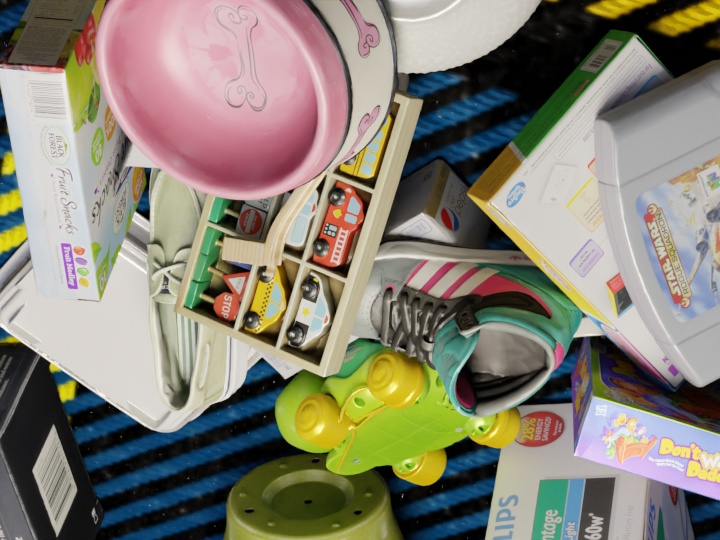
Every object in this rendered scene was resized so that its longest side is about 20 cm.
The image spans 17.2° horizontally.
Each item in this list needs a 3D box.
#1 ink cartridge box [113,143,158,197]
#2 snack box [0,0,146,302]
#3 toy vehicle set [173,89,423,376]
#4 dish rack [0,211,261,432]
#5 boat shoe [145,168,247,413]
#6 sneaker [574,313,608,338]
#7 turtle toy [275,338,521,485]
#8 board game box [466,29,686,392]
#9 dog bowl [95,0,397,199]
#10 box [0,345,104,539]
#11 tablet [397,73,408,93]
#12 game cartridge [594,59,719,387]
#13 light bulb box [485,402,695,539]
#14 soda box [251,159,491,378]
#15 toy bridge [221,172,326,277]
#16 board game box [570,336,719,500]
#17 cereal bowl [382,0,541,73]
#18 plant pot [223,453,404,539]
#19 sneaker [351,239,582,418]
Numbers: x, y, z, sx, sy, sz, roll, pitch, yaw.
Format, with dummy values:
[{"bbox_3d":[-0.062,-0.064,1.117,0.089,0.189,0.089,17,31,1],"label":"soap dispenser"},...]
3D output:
[{"bbox_3d":[-0.117,-0.141,1.632,0.037,0.095,0.200,26,131,-2],"label":"ink cartridge box"},{"bbox_3d":[-0.197,-0.100,1.659,0.053,0.142,0.201,5,130,10],"label":"snack box"},{"bbox_3d":[-0.044,-0.043,1.628,0.124,0.026,0.201,21,102,21],"label":"toy vehicle set"},{"bbox_3d":[-0.181,0.042,1.840,0.200,0.044,0.172,36,130,-14],"label":"dish rack"},{"bbox_3d":[-0.120,0.007,1.703,0.072,0.062,0.201,3,110,29],"label":"boat shoe"},{"bbox_3d":[0.157,0.000,1.706,0.199,0.076,0.088,-4,114,13],"label":"sneaker"},{"bbox_3d":[0.016,0.094,1.787,0.200,0.101,0.146,-30,142,33],"label":"turtle toy"},{"bbox_3d":[0.191,-0.039,1.611,0.153,0.040,0.200,-48,111,-6],"label":"board game box"},{"bbox_3d":[-0.080,-0.132,1.502,0.199,0.074,0.201,14,128,19],"label":"dog bowl"},{"bbox_3d":[-0.339,0.170,1.943,0.199,0.118,0.197,-1,129,17],"label":"box"},{"bbox_3d":[-0.046,-0.079,1.673,0.130,0.014,0.201,27,120,17],"label":"tablet"},{"bbox_3d":[0.233,-0.029,1.587,0.133,0.042,0.201,-28,108,-17],"label":"game cartridge"},{"bbox_3d":[0.179,0.235,1.799,0.124,0.199,0.200,-5,129,17],"label":"light bulb box"},{"bbox_3d":[0.000,0.000,1.737,0.200,0.068,0.064,-30,117,34],"label":"soda box"},{"bbox_3d":[-0.049,-0.095,1.596,0.067,0.027,0.201,8,96,22],"label":"toy bridge"},{"bbox_3d":[0.219,0.101,1.677,0.134,0.200,0.045,17,103,0],"label":"board game box"},{"bbox_3d":[0.031,-0.215,1.505,0.199,0.083,0.201,2,114,4],"label":"cereal bowl"},{"bbox_3d":[-0.035,0.258,1.900,0.199,0.201,0.194,3,118,13],"label":"plant pot"},{"bbox_3d":[0.053,0.046,1.631,0.199,0.121,0.084,-1,125,7],"label":"sneaker"}]
